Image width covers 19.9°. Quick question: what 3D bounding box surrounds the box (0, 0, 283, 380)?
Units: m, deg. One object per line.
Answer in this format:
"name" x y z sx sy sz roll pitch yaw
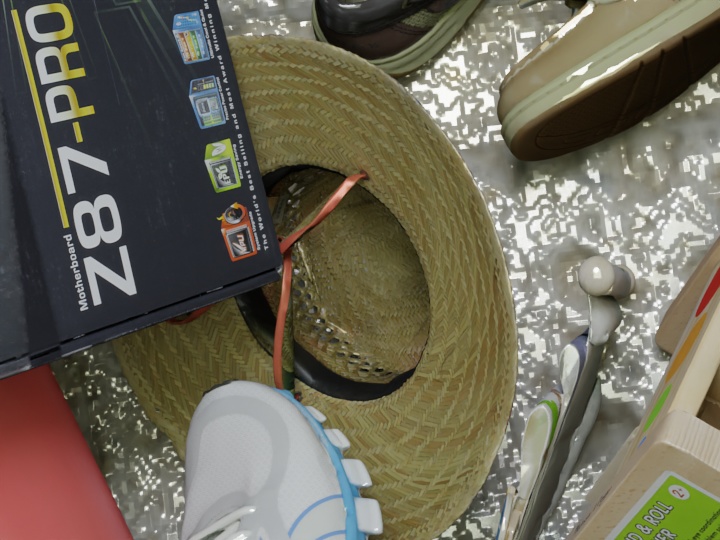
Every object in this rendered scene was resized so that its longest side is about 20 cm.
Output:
"box" -0.110 -0.074 0.654 0.049 0.161 0.200 -9 96 38

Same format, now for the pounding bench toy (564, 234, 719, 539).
"pounding bench toy" 0.150 0.077 0.730 0.124 0.200 0.156 29 54 3

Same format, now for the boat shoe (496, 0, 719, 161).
"boat shoe" 0.124 -0.115 0.775 0.200 0.073 0.063 -36 77 -13

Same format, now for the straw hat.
"straw hat" 0.000 0.000 0.749 0.201 0.085 0.202 11 108 38

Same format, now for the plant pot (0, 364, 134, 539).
"plant pot" -0.155 0.130 0.704 0.200 0.200 0.177 -36 93 -2

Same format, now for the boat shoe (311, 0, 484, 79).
"boat shoe" 0.053 -0.160 0.780 0.073 0.065 0.200 34 85 7

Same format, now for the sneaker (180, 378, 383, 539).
"sneaker" -0.040 0.119 0.663 0.075 0.087 0.200 -37 49 34

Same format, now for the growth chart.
"growth chart" 0.057 0.085 0.717 0.018 0.145 0.200 21 87 11
